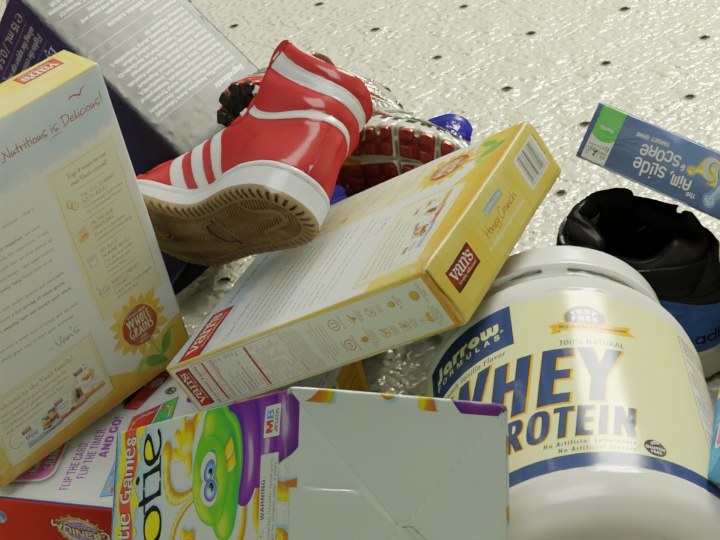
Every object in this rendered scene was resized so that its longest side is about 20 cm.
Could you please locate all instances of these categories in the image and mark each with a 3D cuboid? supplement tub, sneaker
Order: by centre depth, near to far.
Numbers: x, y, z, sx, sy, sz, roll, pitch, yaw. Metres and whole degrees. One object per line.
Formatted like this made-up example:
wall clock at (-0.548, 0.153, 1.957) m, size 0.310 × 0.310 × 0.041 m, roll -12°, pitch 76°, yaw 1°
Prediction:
supplement tub at (0.104, 0.094, 0.710) m, size 0.144 × 0.146 × 0.200 m, roll -9°, pitch 35°, yaw 6°
sneaker at (-0.068, -0.069, 0.856) m, size 0.200 × 0.071 × 0.113 m, roll -3°, pitch 54°, yaw 51°
sneaker at (0.122, -0.003, 0.870) m, size 0.199 × 0.112 × 0.077 m, roll 10°, pitch 41°, yaw 31°
sneaker at (0.014, -0.083, 0.908) m, size 0.199 × 0.078 × 0.082 m, roll 27°, pitch 38°, yaw 12°

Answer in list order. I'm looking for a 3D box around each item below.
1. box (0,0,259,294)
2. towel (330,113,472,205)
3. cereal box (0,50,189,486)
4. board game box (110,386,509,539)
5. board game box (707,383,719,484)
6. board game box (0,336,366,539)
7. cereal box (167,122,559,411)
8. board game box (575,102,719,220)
box at (-0.153, -0.102, 0.993) m, size 0.200 × 0.148 × 0.104 m, roll 43°, pitch 51°, yaw 3°
towel at (-0.003, -0.019, 0.983) m, size 0.147 × 0.050 × 0.200 m, roll -19°, pitch 29°, yaw 32°
cereal box at (-0.180, 0.000, 0.796) m, size 0.144 × 0.201 × 0.039 m, roll -35°, pitch 40°, yaw -29°
board game box at (-0.031, 0.116, 0.644) m, size 0.104 × 0.104 × 0.200 m, roll 8°, pitch -15°, yaw -28°
board game box at (0.247, 0.068, 0.687) m, size 0.152 × 0.040 × 0.200 m, roll 25°, pitch 26°, yaw 7°
board game box at (-0.114, 0.100, 0.857) m, size 0.199 × 0.040 × 0.153 m, roll 2°, pitch 38°, yaw 22°
cereal box at (0.000, 0.000, 0.793) m, size 0.199 × 0.040 × 0.144 m, roll -22°, pitch 23°, yaw 42°
board game box at (0.230, -0.035, 0.823) m, size 0.199 × 0.035 × 0.135 m, roll 27°, pitch 8°, yaw 19°
